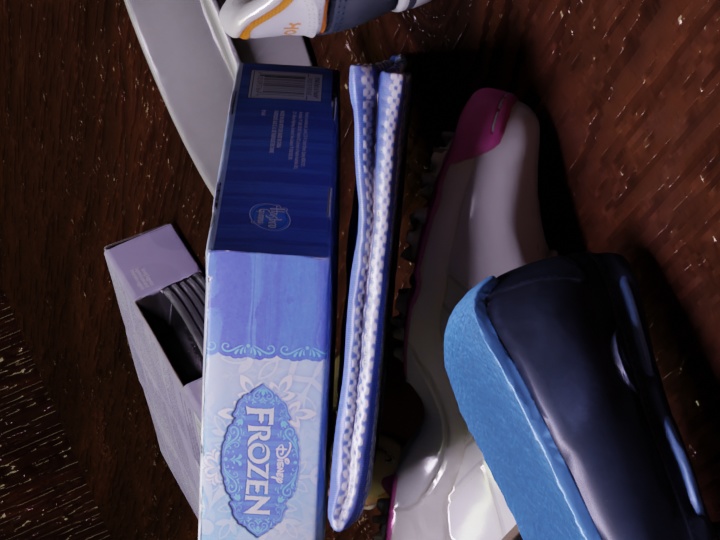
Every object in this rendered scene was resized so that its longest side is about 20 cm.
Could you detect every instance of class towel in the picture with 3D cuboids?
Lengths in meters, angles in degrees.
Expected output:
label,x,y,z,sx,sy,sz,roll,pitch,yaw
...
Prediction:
label,x,y,z,sx,sy,sz,roll,pitch,yaw
towel,0.000,0.000,0.942,0.200,0.024,0.145,-68,-17,-85

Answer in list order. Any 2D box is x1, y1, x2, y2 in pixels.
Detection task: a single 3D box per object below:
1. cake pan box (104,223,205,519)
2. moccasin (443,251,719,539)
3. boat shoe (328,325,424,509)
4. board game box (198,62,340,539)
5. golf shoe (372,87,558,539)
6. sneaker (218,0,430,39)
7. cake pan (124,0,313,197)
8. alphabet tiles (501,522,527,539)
label,x,y,z,sx,sy,sz,roll,pitch,yaw
cake pan box,-0.086,0.095,1.689,0.184,0.052,0.200,53,162,44
moccasin,0.095,0.086,0.828,0.201,0.068,0.080,67,160,-1
boat shoe,0.014,0.060,1.120,0.200,0.072,0.076,111,135,-73
board game box,-0.031,0.052,0.984,0.200,0.043,0.200,-88,2,-69
golf shoe,0.055,0.037,0.930,0.075,0.091,0.201,-60,-23,-63
sneaker,-0.036,-0.168,0.905,0.078,0.079,0.201,-141,32,-68
cake pan,-0.064,-0.107,1.241,0.200,0.037,0.201,157,90,-79
alphabet tiles,0.070,0.167,0.896,0.006,0.166,0.201,6,125,38
